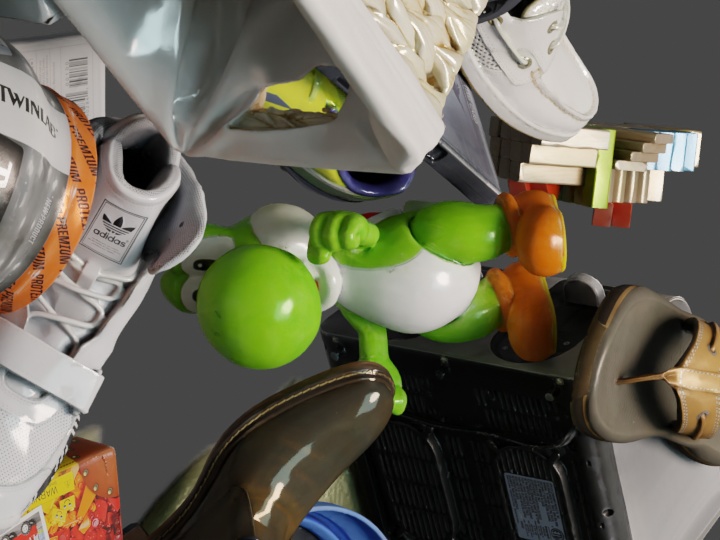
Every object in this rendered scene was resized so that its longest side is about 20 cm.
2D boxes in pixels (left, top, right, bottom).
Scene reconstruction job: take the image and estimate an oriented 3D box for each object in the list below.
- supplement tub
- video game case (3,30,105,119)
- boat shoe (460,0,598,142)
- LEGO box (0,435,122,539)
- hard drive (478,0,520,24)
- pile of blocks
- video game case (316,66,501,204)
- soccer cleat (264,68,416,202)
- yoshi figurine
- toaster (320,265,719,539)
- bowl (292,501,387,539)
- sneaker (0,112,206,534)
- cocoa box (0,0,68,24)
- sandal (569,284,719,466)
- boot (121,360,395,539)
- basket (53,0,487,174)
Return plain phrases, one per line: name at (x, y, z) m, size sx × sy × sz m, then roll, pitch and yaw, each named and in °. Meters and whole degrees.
supplement tub at (-0.209, -0.056, 1.011) m, size 0.199 × 0.122 × 0.123 m, roll 21°, pitch 82°, yaw -40°
video game case at (-0.190, -0.027, 1.151) m, size 0.199 × 0.018 × 0.144 m, roll -14°, pitch 110°, yaw -49°
boat shoe at (0.081, -0.138, 1.366) m, size 0.200 × 0.069 × 0.071 m, roll 40°, pitch 38°, yaw -42°
LEGO box at (-0.198, 0.170, 1.140) m, size 0.199 × 0.077 × 0.150 m, roll -23°, pitch 115°, yaw -47°
hard drive at (-0.032, -0.154, 1.183) m, size 0.199 × 0.136 × 0.042 m, roll -9°, pitch 146°, yaw -13°
pile of blocks at (0.151, -0.055, 1.522) m, size 0.199 × 0.082 × 0.063 m, roll -2°, pitch 100°, yaw -52°
video game case at (0.002, -0.132, 1.301) m, size 0.200 × 0.019 × 0.144 m, roll 36°, pitch 32°, yaw -49°
soccer cleat at (-0.036, -0.103, 1.271) m, size 0.065 × 0.083 × 0.200 m, roll -59°, pitch 138°, yaw -17°
yoshi figurine at (0.001, 0.013, 1.264) m, size 0.112 × 0.198 × 0.113 m, roll 117°, pitch -28°, yaw -80°
toaster at (0.093, 0.096, 1.405) m, size 0.119 × 0.180 × 0.201 m, roll -41°, pitch 128°, yaw -40°
bowl at (-0.048, 0.220, 1.371) m, size 0.200 × 0.039 × 0.202 m, roll -16°, pitch 110°, yaw -48°
sneaker at (-0.130, 0.013, 1.101) m, size 0.075 × 0.115 × 0.201 m, roll 28°, pitch 57°, yaw -15°
cocoa box at (-0.157, -0.222, 1.053) m, size 0.133 × 0.131 × 0.201 m, roll -40°, pitch 127°, yaw -39°
sandal at (0.168, 0.061, 1.309) m, size 0.200 × 0.054 × 0.082 m, roll 28°, pitch 72°, yaw -52°
boot at (-0.046, 0.135, 1.237) m, size 0.200 × 0.097 × 0.075 m, roll -41°, pitch 135°, yaw 4°
basket at (-0.045, -0.146, 1.002) m, size 0.200 × 0.135 × 0.124 m, roll 53°, pitch 54°, yaw -44°
